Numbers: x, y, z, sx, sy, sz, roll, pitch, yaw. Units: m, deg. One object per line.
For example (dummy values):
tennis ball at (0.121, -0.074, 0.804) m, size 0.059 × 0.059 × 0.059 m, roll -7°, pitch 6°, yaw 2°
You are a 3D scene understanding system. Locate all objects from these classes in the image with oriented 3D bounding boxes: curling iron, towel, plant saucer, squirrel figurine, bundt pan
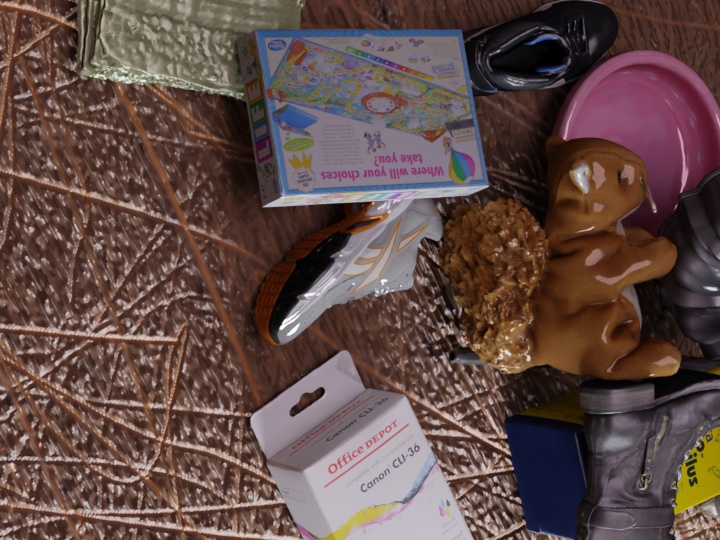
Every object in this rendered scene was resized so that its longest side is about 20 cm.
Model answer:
curling iron at (0.163, 0.067, 1.772) m, size 0.198 × 0.026 × 0.050 m, roll -3°, pitch 131°, yaw -28°
towel at (-0.131, -0.213, 1.578) m, size 0.198 × 0.036 × 0.150 m, roll 6°, pitch 88°, yaw -31°
plant saucer at (0.244, -0.096, 1.804) m, size 0.199 × 0.051 × 0.203 m, roll -2°, pitch 94°, yaw -31°
squirrel figurine at (0.165, -0.015, 1.681) m, size 0.198 × 0.142 × 0.188 m, roll -6°, pitch 112°, yaw -3°
bundt pan at (0.351, 0.008, 1.707) m, size 0.200 × 0.076 × 0.203 m, roll 2°, pitch 122°, yaw 4°

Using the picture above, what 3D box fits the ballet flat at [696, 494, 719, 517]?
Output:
ballet flat at (0.365, 0.143, 1.896) m, size 0.067 × 0.046 × 0.201 m, roll 45°, pitch 66°, yaw -44°

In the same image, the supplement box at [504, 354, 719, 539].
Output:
supplement box at (0.245, 0.157, 1.781) m, size 0.199 × 0.109 × 0.111 m, roll -19°, pitch 102°, yaw -29°

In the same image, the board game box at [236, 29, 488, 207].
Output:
board game box at (0.004, -0.124, 1.605) m, size 0.199 × 0.034 × 0.136 m, roll -4°, pitch 80°, yaw -33°

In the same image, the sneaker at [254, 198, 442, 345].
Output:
sneaker at (0.000, 0.000, 1.648) m, size 0.200 × 0.075 × 0.092 m, roll -47°, pitch 118°, yaw -20°

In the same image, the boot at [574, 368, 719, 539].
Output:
boot at (0.255, 0.176, 1.693) m, size 0.198 × 0.069 × 0.176 m, roll -3°, pitch 96°, yaw -24°

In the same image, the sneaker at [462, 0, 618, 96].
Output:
sneaker at (0.167, -0.187, 1.716) m, size 0.199 × 0.112 × 0.074 m, roll -19°, pitch 103°, yaw -29°

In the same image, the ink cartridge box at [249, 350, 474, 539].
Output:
ink cartridge box at (0.003, 0.180, 1.658) m, size 0.116 × 0.067 × 0.201 m, roll -35°, pitch 109°, yaw -25°
